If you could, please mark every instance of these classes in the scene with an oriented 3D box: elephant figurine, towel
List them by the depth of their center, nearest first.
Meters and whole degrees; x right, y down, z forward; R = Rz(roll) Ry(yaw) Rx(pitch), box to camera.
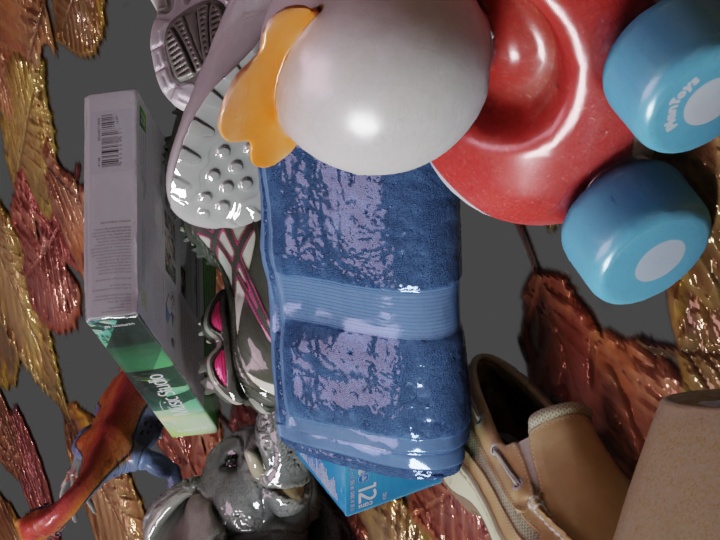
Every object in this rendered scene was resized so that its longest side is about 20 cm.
[{"bbox_3d":[0.000,0.000,1.136,0.111,0.048,0.201,11,112,37],"label":"towel"},{"bbox_3d":[-0.063,0.164,1.465,0.141,0.155,0.201,40,-147,-66],"label":"elephant figurine"}]

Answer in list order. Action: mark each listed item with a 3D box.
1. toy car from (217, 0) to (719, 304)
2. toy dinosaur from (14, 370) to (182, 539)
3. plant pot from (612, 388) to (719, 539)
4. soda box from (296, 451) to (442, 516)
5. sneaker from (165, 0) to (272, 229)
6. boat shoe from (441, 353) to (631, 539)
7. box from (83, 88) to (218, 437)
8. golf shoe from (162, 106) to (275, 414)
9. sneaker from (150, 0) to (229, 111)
[{"bbox_3d":[0.026,-0.080,0.968,0.185,0.199,0.177,57,152,34],"label":"toy car"},{"bbox_3d":[-0.168,0.104,1.531,0.105,0.181,0.201,-10,94,24],"label":"toy dinosaur"},{"bbox_3d":[0.160,0.148,0.885,0.187,0.187,0.201,-174,83,-65],"label":"plant pot"},{"bbox_3d":[0.006,0.028,1.256,0.064,0.068,0.201,47,146,47],"label":"soda box"},{"bbox_3d":[-0.043,-0.115,1.193,0.201,0.076,0.081,-61,32,10],"label":"sneaker"},{"bbox_3d":[0.093,0.099,1.117,0.200,0.071,0.076,38,127,54],"label":"boat shoe"},{"bbox_3d":[-0.124,0.000,1.416,0.200,0.036,0.145,64,-158,-64],"label":"box"},{"bbox_3d":[-0.056,-0.019,1.384,0.088,0.077,0.201,-24,72,34],"label":"golf shoe"},{"bbox_3d":[-0.077,-0.155,1.310,0.099,0.078,0.201,37,-142,-53],"label":"sneaker"}]
